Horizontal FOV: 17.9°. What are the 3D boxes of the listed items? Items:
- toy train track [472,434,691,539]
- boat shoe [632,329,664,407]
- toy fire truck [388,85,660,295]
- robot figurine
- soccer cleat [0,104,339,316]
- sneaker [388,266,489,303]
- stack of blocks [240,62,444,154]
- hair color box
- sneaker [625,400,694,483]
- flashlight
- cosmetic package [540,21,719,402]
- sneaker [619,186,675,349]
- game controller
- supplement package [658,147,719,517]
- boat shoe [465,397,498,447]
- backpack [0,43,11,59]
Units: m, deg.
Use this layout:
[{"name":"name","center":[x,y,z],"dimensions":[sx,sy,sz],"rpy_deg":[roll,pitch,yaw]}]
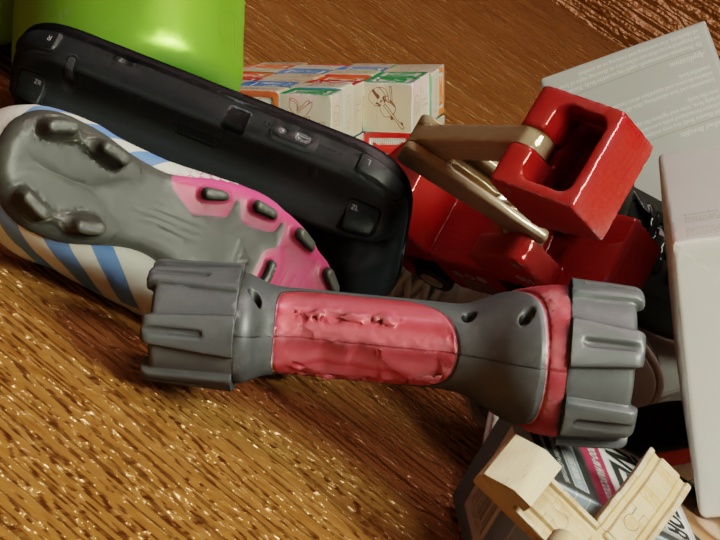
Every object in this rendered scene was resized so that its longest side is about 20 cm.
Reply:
[{"name":"toy train track","center":[0.126,0.137,0.866],"dimensions":[0.200,0.033,0.115],"rpy_deg":[44,57,-2]},{"name":"boat shoe","center":[0.075,0.015,1.239],"dimensions":[0.199,0.067,0.057],"rpy_deg":[26,18,-4]},{"name":"toy fire truck","center":[0.062,-0.032,1.029],"dimensions":[0.199,0.049,0.141],"rpy_deg":[16,-20,45]},{"name":"robot figurine","center":[-0.115,-0.148,1.148],"dimensions":[0.115,0.202,0.175],"rpy_deg":[10,-19,-33]},{"name":"soccer cleat","center":[-0.094,-0.017,0.994],"dimensions":[0.199,0.070,0.086],"rpy_deg":[32,-15,-35]},{"name":"sneaker","center":[0.000,0.000,1.157],"dimensions":[0.199,0.075,0.087],"rpy_deg":[22,25,-11]},{"name":"stack of blocks","center":[-0.023,-0.081,1.290],"dimensions":[0.114,0.059,0.200],"rpy_deg":[2,10,11]},{"name":"hair color box","center":[0.141,0.134,0.960],"dimensions":[0.199,0.061,0.099],"rpy_deg":[28,14,-12]},{"name":"sneaker","center":[0.191,0.115,1.124],"dimensions":[0.200,0.109,0.067],"rpy_deg":[-14,17,-19]},{"name":"flashlight","center":[0.012,0.030,0.916],"dimensions":[0.198,0.068,0.068],"rpy_deg":[6,48,-1]},{"name":"cosmetic package","center":[0.183,-0.028,1.315],"dimensions":[0.090,0.106,0.202],"rpy_deg":[40,33,-77]},{"name":"sneaker","center":[0.149,-0.015,1.223],"dimensions":[0.199,0.071,0.099],"rpy_deg":[23,-13,16]},{"name":"game controller","center":[-0.071,-0.046,1.052],"dimensions":[0.199,0.042,0.105],"rpy_deg":[22,-30,10]},{"name":"supplement package","center":[0.199,0.017,1.022],"dimensions":[0.119,0.122,0.200],"rpy_deg":[-6,13,7]},{"name":"boat shoe","center":[0.083,0.056,1.092],"dimensions":[0.065,0.073,0.200],"rpy_deg":[-11,26,8]},{"name":"backpack","center":[-0.134,-0.201,1.305],"dimensions":[0.153,0.191,0.200],"rpy_deg":[30,12,-1]}]
